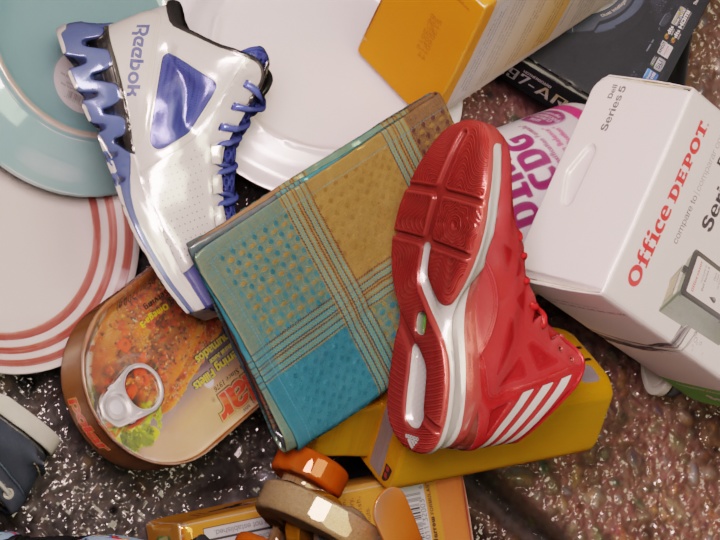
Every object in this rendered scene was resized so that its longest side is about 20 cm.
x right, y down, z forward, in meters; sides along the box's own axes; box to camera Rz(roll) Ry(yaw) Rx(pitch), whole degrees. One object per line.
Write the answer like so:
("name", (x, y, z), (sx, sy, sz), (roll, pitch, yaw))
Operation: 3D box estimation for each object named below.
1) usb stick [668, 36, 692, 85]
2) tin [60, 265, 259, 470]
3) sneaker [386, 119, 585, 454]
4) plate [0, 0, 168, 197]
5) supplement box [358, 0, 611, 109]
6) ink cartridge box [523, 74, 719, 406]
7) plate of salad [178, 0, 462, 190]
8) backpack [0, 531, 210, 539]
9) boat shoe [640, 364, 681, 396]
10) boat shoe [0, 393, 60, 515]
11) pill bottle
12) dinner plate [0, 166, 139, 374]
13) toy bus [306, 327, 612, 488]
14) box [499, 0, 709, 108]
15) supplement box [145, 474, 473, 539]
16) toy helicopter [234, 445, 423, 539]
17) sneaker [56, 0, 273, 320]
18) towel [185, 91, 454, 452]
("usb stick", (0.196, -0.082, 1.748), (0.055, 0.033, 0.201), (15, 76, -28))
("tin", (-0.103, 0.046, 1.565), (0.200, 0.042, 0.112), (-39, 96, -38))
("sneaker", (0.082, 0.011, 1.527), (0.115, 0.078, 0.201), (4, 102, -39))
("plate", (-0.176, -0.146, 1.569), (0.199, 0.026, 0.202), (10, 72, -34))
("supplement box", (0.103, -0.196, 1.594), (0.200, 0.126, 0.074), (-35, 74, -33))
("ink cartridge box", (0.211, -0.014, 1.607), (0.200, 0.084, 0.146), (32, 78, -39))
("plate of salad", (-0.032, -0.124, 1.610), (0.199, 0.048, 0.201), (8, 58, -14))
("backpack", (-0.170, 0.213, 1.417), (0.181, 0.200, 0.136), (0, 82, 5))
("boat shoe", (0.247, 0.000, 1.737), (0.061, 0.073, 0.201), (24, 68, -16))
("boat shoe", (-0.270, 0.076, 1.485), (0.200, 0.075, 0.062), (37, 70, -30))
("pill bottle", (0.077, -0.029, 1.638), (0.199, 0.113, 0.114), (-21, 91, -26))
("dinner plate", (-0.224, -0.033, 1.533), (0.199, 0.024, 0.202), (12, 70, -36))
("toy bus", (0.056, 0.087, 1.594), (0.199, 0.065, 0.078), (-8, 42, -31))
("box", (0.161, -0.208, 1.725), (0.160, 0.044, 0.201), (31, 70, -3))
("supplement box", (-0.031, 0.171, 1.586), (0.199, 0.066, 0.069), (-7, 88, -25))
("toy helicopter", (0.027, 0.179, 1.502), (0.199, 0.132, 0.079), (33, 72, -19))
("sneaker", (-0.095, -0.078, 1.507), (0.115, 0.081, 0.200), (-24, 87, 3))
("towel", (0.000, 0.000, 1.520), (0.200, 0.022, 0.147), (-34, 110, -26))
